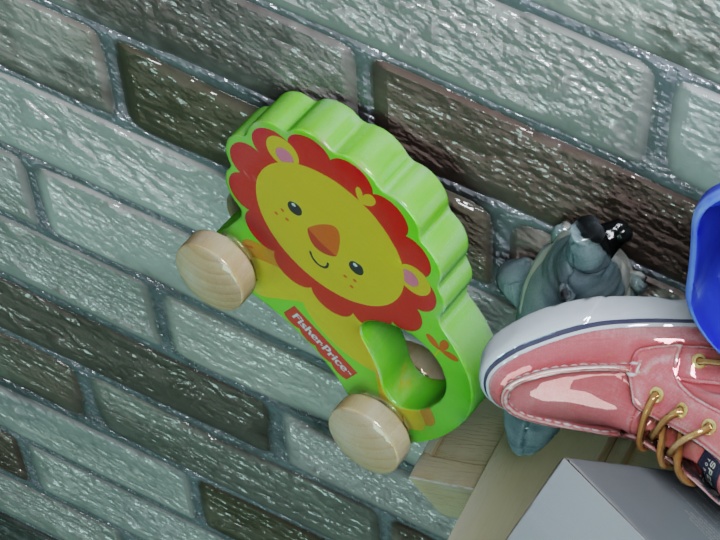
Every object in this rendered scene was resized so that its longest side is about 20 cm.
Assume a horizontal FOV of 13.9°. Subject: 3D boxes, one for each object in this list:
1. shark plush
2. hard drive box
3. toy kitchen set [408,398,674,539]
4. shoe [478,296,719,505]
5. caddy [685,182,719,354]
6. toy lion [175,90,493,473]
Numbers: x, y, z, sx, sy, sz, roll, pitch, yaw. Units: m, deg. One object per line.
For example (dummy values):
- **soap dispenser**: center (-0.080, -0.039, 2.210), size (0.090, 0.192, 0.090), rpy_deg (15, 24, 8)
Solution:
- **shark plush**: center (0.112, 0.028, 1.481), size (0.091, 0.083, 0.200), rpy_deg (31, 157, -2)
- **hard drive box**: center (0.135, 0.180, 1.462), size (0.200, 0.156, 0.077), rpy_deg (10, -151, -50)
- **toy kitchen set**: center (0.139, 0.177, 1.653), size (0.200, 0.163, 0.181), rpy_deg (8, 149, 42)
- **shoe**: center (0.155, 0.067, 1.402), size (0.199, 0.091, 0.072), rpy_deg (-3, 139, 7)
- **caddy**: center (0.214, 0.003, 1.279), size (0.141, 0.105, 0.200), rpy_deg (23, 156, 15)
- **toy lion**: center (0.000, 0.000, 1.565), size (0.200, 0.069, 0.192), rpy_deg (48, 149, -7)
